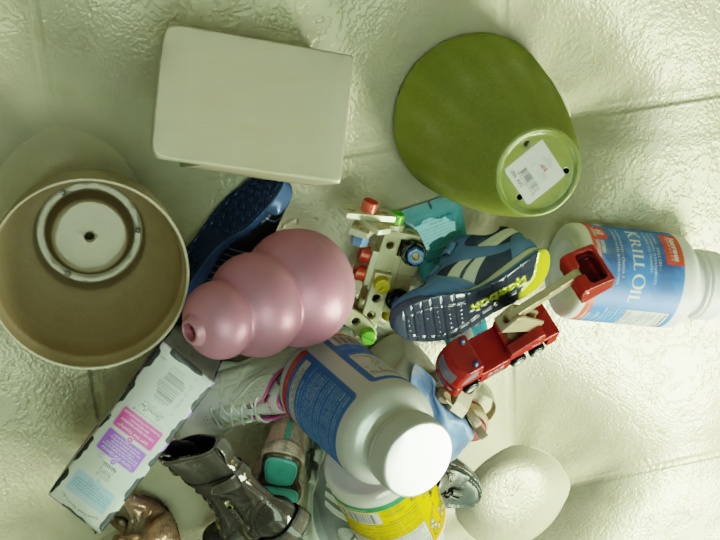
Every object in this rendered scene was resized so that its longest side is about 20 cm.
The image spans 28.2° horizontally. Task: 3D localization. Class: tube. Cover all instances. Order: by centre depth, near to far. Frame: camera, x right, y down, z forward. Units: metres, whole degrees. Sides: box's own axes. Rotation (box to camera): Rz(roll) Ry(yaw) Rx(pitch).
[{"bbox_3d":[0.104,0.013,1.653,0.077,0.050,0.202,-21,109,-13],"label":"tube"}]

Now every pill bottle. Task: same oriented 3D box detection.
[{"bbox_3d":[0.007,0.153,1.498,0.111,0.200,0.114,-13,117,-27],"label":"pill bottle"},{"bbox_3d":[0.036,0.265,1.637,0.112,0.113,0.201,-26,136,-3],"label":"pill bottle"},{"bbox_3d":[0.326,0.008,1.678,0.198,0.112,0.113,5,113,-19],"label":"pill bottle"}]

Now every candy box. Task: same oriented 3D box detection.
[{"bbox_3d":[-0.235,0.162,1.532,0.071,0.168,0.201,37,93,-5],"label":"candy box"}]

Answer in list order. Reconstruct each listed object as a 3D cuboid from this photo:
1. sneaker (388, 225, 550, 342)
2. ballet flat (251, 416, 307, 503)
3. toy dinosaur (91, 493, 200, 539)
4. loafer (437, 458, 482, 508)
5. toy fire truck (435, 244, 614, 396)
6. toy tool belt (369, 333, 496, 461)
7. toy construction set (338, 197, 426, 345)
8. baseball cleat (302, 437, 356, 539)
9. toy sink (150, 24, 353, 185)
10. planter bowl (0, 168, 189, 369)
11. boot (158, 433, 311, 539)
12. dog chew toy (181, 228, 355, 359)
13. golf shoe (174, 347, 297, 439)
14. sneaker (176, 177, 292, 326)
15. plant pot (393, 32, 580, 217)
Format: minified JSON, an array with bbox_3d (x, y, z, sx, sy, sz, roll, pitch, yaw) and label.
[{"bbox_3d":[0.111,0.013,1.593,0.198,0.082,0.074,-24,140,-19],"label":"sneaker"},{"bbox_3d":[-0.092,0.227,1.666,0.067,0.068,0.200,14,149,-8],"label":"ballet flat"},{"bbox_3d":[-0.236,0.329,1.683,0.134,0.086,0.203,-15,101,-21],"label":"toy dinosaur"},{"bbox_3d":[0.070,0.253,1.743,0.199,0.063,0.072,27,103,-25],"label":"loafer"},{"bbox_3d":[0.177,0.058,1.585,0.198,0.049,0.141,-27,160,-13],"label":"toy fire truck"},{"bbox_3d":[0.085,0.169,1.675,0.199,0.123,0.125,32,103,-27],"label":"toy tool belt"},{"bbox_3d":[0.000,0.000,1.588,0.130,0.093,0.201,11,127,-15],"label":"toy construction set"},{"bbox_3d":[-0.021,0.263,1.719,0.105,0.070,0.202,3,124,-9],"label":"baseball cleat"},{"bbox_3d":[-0.121,-0.163,1.448,0.198,0.112,0.132,5,90,-22],"label":"toy sink"},{"bbox_3d":[-0.277,-0.019,1.469,0.198,0.135,0.203,-3,112,-8],"label":"planter bowl"},{"bbox_3d":[-0.163,0.250,1.626,0.174,0.070,0.199,43,139,-22],"label":"boot"},{"bbox_3d":[-0.099,0.032,1.468,0.199,0.124,0.126,-23,124,-42],"label":"dog chew toy"},{"bbox_3d":[-0.128,0.141,1.618,0.199,0.092,0.076,-31,121,1],"label":"golf shoe"},{"bbox_3d":[-0.136,-0.018,1.560,0.200,0.070,0.078,-46,132,7],"label":"sneaker"},{"bbox_3d":[0.151,-0.133,1.505,0.185,0.200,0.189,-6,114,-14],"label":"plant pot"}]
